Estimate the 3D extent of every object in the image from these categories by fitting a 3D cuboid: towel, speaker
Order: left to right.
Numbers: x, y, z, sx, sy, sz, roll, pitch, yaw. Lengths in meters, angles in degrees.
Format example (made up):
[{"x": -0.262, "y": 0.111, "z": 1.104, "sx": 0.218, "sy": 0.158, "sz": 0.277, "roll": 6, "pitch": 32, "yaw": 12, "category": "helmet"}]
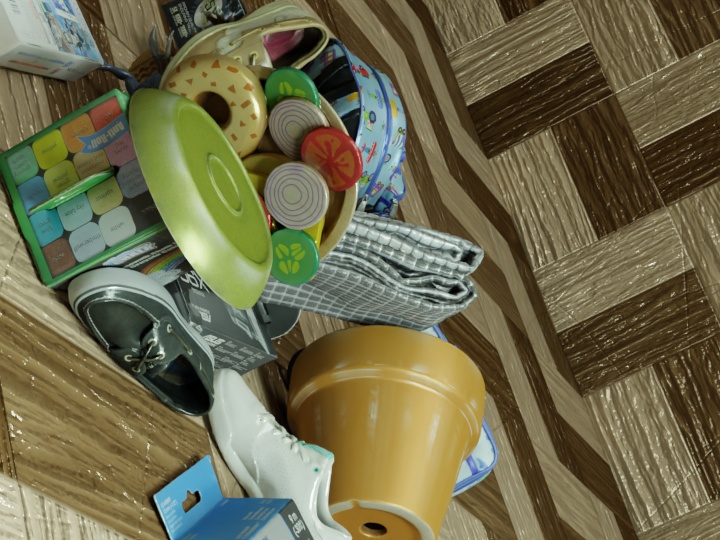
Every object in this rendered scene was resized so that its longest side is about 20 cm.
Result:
[{"x": -0.091, "y": 0.002, "z": 1.763, "sx": 0.081, "sy": 0.081, "sz": 0.200, "roll": 60, "pitch": 14, "yaw": -14, "category": "speaker"}, {"x": 0.000, "y": 0.000, "z": 1.595, "sx": 0.166, "sy": 0.200, "sz": 0.086, "roll": 144, "pitch": -40, "yaw": -74, "category": "towel"}]

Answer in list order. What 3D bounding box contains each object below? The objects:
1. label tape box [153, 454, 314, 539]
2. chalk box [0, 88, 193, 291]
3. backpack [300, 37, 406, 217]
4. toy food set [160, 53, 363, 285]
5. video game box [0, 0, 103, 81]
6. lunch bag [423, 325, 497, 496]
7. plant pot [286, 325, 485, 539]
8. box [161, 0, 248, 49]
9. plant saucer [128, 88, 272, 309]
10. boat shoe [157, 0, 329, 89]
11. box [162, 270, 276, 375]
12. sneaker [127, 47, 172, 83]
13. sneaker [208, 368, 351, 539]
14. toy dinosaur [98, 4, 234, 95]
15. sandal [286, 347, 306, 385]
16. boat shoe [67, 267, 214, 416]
[{"x": -0.082, "y": 0.247, "z": 1.365, "sx": 0.200, "sy": 0.066, "sz": 0.143, "roll": 65, "pitch": 13, "yaw": -1, "category": "label tape box"}, {"x": -0.205, "y": -0.060, "z": 1.354, "sx": 0.124, "sy": 0.125, "sz": 0.200, "roll": 67, "pitch": 13, "yaw": 13, "category": "chalk box"}, {"x": -0.022, "y": -0.133, "z": 1.714, "sx": 0.134, "sy": 0.200, "sz": 0.183, "roll": 7, "pitch": 47, "yaw": -31, "category": "backpack"}, {"x": -0.091, "y": -0.088, "z": 1.463, "sx": 0.049, "sy": 0.198, "sz": 0.200, "roll": -36, "pitch": 138, "yaw": -63, "category": "toy food set"}, {"x": -0.322, "y": -0.274, "z": 1.489, "sx": 0.200, "sy": 0.047, "sz": 0.182, "roll": 65, "pitch": 15, "yaw": 6, "category": "video game box"}, {"x": 0.053, "y": 0.159, "z": 1.816, "sx": 0.082, "sy": 0.161, "sz": 0.200, "roll": 75, "pitch": -9, "yaw": -80, "category": "lunch bag"}, {"x": 0.019, "y": 0.186, "z": 1.637, "sx": 0.200, "sy": 0.200, "sz": 0.183, "roll": 52, "pitch": 33, "yaw": -40, "category": "plant pot"}, {"x": -0.140, "y": -0.215, "z": 1.890, "sx": 0.200, "sy": 0.086, "sz": 0.164, "roll": 63, "pitch": 3, "yaw": -74, "category": "box"}, {"x": -0.122, "y": -0.065, "z": 1.349, "sx": 0.200, "sy": 0.031, "sz": 0.200, "roll": 58, "pitch": 14, "yaw": -24, "category": "plant saucer"}, {"x": -0.111, "y": -0.203, "z": 1.601, "sx": 0.066, "sy": 0.200, "sz": 0.074, "roll": 23, "pitch": -42, "yaw": 35, "category": "boat shoe"}, {"x": -0.161, "y": 0.007, "z": 1.550, "sx": 0.158, "sy": 0.050, "sz": 0.200, "roll": 67, "pitch": 13, "yaw": 20, "category": "box"}, {"x": -0.177, "y": -0.140, "z": 1.720, "sx": 0.090, "sy": 0.075, "sz": 0.200, "roll": 33, "pitch": 33, "yaw": -55, "category": "sneaker"}, {"x": -0.070, "y": 0.171, "z": 1.500, "sx": 0.200, "sy": 0.088, "sz": 0.075, "roll": 65, "pitch": 15, "yaw": 10, "category": "sneaker"}, {"x": -0.182, "y": -0.176, "z": 1.610, "sx": 0.200, "sy": 0.105, "sz": 0.182, "roll": 40, "pitch": 60, "yaw": -19, "category": "toy dinosaur"}, {"x": 0.021, "y": 0.123, "z": 1.750, "sx": 0.045, "sy": 0.200, "sz": 0.075, "roll": 130, "pitch": -32, "yaw": -79, "category": "sandal"}, {"x": -0.173, "y": 0.061, "z": 1.372, "sx": 0.200, "sy": 0.069, "sz": 0.057, "roll": 48, "pitch": 21, "yaw": -54, "category": "boat shoe"}]
